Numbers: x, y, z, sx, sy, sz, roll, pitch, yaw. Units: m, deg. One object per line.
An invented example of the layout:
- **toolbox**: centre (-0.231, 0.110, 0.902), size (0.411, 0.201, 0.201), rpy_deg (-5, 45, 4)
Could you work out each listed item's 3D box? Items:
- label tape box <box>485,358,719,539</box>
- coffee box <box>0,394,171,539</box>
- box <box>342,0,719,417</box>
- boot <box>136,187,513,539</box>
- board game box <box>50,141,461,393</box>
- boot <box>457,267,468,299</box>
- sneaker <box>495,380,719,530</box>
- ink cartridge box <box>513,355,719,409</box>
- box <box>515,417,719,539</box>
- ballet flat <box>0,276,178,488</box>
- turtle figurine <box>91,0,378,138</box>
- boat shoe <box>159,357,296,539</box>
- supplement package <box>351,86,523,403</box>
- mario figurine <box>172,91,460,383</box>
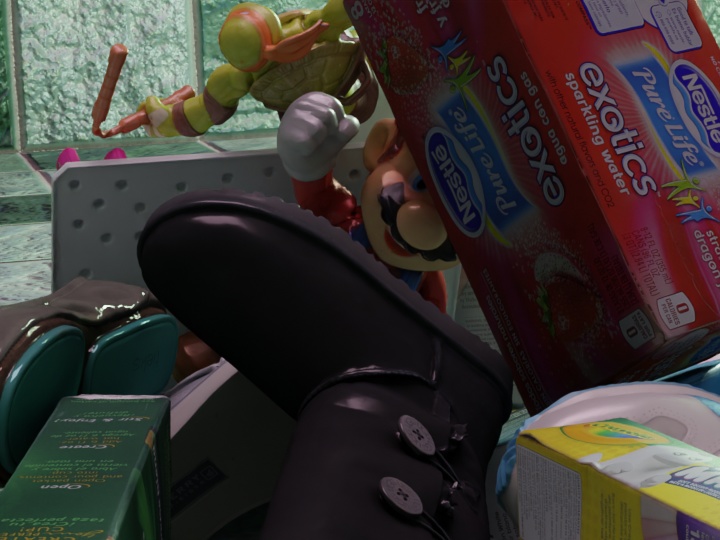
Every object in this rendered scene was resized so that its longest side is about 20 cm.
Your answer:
- **label tape box**: centre (0.070, 0.094, 0.899), size (0.200, 0.063, 0.144), rpy_deg (-17, -1, 37)
- **coffee box**: centre (-0.088, 0.119, 0.660), size (0.044, 0.123, 0.200), rpy_deg (1, 8, 0)
- **box**: centre (0.089, -0.054, 0.838), size (0.100, 0.200, 0.095), rpy_deg (-16, -14, -35)
- **boot**: centre (-0.022, 0.069, 0.734), size (0.165, 0.066, 0.200), rpy_deg (27, 35, -9)
- **board game box**: centre (-0.052, 0.023, 1.008), size (0.200, 0.200, 0.026), rpy_deg (-5, 35, -16)
- **boot**: centre (-0.036, 0.045, 1.098), size (0.146, 0.200, 0.070), rpy_deg (18, 40, -13)
- **sneaker**: centre (0.146, 0.096, 0.735), size (0.200, 0.077, 0.081), rpy_deg (17, 11, -7)
- **ink cartridge box**: centre (0.187, 0.057, 1.212), size (0.200, 0.043, 0.196), rpy_deg (-6, 10, -14)
- **box**: centre (0.109, 0.119, 0.612), size (0.048, 0.117, 0.200), rpy_deg (-6, 11, -19)
- **ballet flat**: centre (-0.129, 0.040, 0.801), size (0.064, 0.067, 0.200), rpy_deg (13, 8, 11)
- **turtle figurine**: centre (-0.013, -0.103, 0.942), size (0.200, 0.064, 0.161), rpy_deg (-38, -18, 25)
- **boat shoe**: centre (-0.058, 0.065, 0.881), size (0.201, 0.070, 0.072), rpy_deg (-34, 25, 9)
- **supplement package**: centre (0.082, -0.046, 1.143), size (0.152, 0.200, 0.151), rpy_deg (-5, 18, 40)
- **mario figurine**: centre (0.000, 0.000, 0.925), size (0.123, 0.200, 0.106), rpy_deg (21, 28, -43)
